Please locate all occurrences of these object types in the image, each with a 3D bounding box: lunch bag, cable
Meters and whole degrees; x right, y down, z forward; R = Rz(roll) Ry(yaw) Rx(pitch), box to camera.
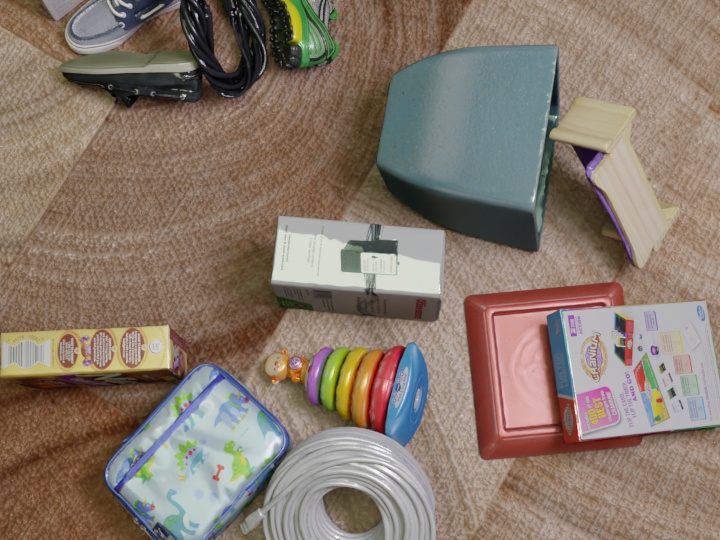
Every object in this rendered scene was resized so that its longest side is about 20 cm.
[{"bbox_3d":[-0.192,0.222,1.440,0.161,0.083,0.200,43,81,12],"label":"lunch bag"},{"bbox_3d":[-0.012,0.278,1.391,0.199,0.069,0.201,36,110,-4],"label":"cable"},{"bbox_3d":[-0.171,-0.315,1.514,0.050,0.163,0.203,-8,85,22],"label":"cable"}]

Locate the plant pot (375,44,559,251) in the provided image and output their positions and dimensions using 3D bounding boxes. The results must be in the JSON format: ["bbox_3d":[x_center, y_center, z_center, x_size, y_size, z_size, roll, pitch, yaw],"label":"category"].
[{"bbox_3d":[0.127,-0.150,1.459,0.197,0.196,0.199,7,78,12],"label":"plant pot"}]

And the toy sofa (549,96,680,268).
[{"bbox_3d":[0.292,-0.099,1.429,0.082,0.200,0.098,22,70,43],"label":"toy sofa"}]

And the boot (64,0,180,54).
[{"bbox_3d":[-0.294,-0.352,1.555,0.199,0.090,0.073,-31,77,-5],"label":"boot"}]

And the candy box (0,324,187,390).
[{"bbox_3d":[-0.312,0.104,1.448,0.197,0.117,0.057,-4,77,1],"label":"candy box"}]

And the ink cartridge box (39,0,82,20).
[{"bbox_3d":[-0.351,-0.410,1.514,0.160,0.200,0.050,-40,79,-7],"label":"ink cartridge box"}]

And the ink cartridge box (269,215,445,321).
[{"bbox_3d":[0.000,0.000,1.447,0.197,0.147,0.084,6,77,2],"label":"ink cartridge box"}]

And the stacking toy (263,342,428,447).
[{"bbox_3d":[-0.025,0.129,1.453,0.197,0.110,0.117,12,75,16],"label":"stacking toy"}]

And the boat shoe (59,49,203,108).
[{"bbox_3d":[-0.286,-0.238,1.543,0.197,0.075,0.067,0,118,14],"label":"boat shoe"}]

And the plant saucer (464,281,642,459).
[{"bbox_3d":[0.232,0.117,1.472,0.197,0.037,0.203,-5,77,0],"label":"plant saucer"}]

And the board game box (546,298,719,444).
[{"bbox_3d":[0.324,0.117,1.435,0.197,0.040,0.155,-2,78,-18],"label":"board game box"}]

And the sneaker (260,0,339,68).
[{"bbox_3d":[-0.078,-0.346,1.568,0.084,0.078,0.203,1,70,-30],"label":"sneaker"}]
